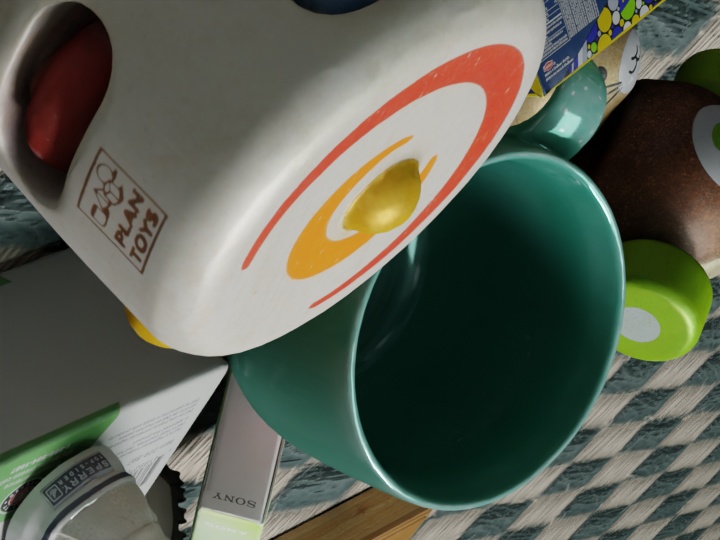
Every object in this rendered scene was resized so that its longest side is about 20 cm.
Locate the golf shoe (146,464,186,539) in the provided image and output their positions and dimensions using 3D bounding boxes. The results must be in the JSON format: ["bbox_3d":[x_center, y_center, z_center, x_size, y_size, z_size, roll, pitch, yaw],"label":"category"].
[{"bbox_3d":[-0.159,0.167,1.372,0.088,0.077,0.200,47,69,-40],"label":"golf shoe"}]

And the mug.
[{"bbox_3d":[0.028,0.002,1.166,0.185,0.114,0.152,-38,126,-27],"label":"mug"}]

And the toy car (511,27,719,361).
[{"bbox_3d":[0.101,-0.089,1.261,0.200,0.158,0.164,76,30,-43],"label":"toy car"}]

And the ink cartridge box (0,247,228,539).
[{"bbox_3d":[-0.166,0.095,1.161,0.145,0.088,0.200,-24,153,-48],"label":"ink cartridge box"}]

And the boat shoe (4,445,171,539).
[{"bbox_3d":[-0.107,0.146,1.146,0.071,0.070,0.200,-34,161,-29],"label":"boat shoe"}]

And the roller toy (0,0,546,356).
[{"bbox_3d":[-0.033,-0.065,0.981,0.200,0.140,0.182,-44,164,3],"label":"roller toy"}]

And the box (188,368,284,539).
[{"bbox_3d":[-0.059,0.099,1.380,0.200,0.036,0.145,104,-1,-61],"label":"box"}]

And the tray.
[{"bbox_3d":[-0.039,0.204,1.828,0.200,0.037,0.099,-24,155,-52],"label":"tray"}]

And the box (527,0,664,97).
[{"bbox_3d":[0.093,-0.139,1.145,0.070,0.064,0.200,1,-152,41],"label":"box"}]
